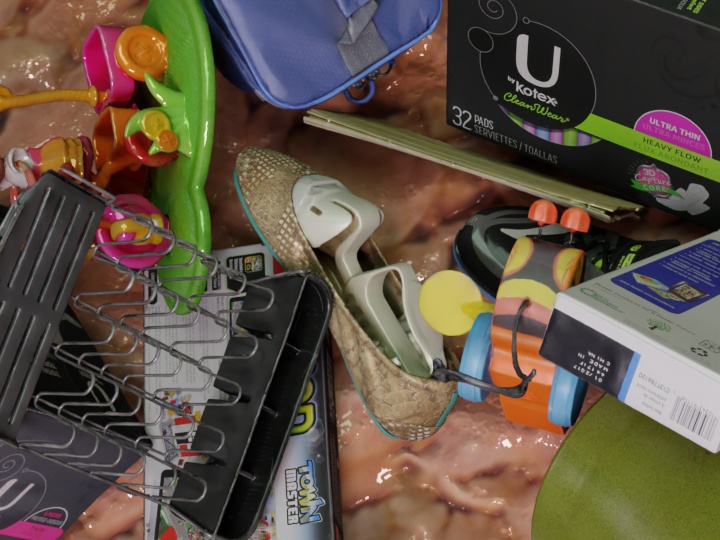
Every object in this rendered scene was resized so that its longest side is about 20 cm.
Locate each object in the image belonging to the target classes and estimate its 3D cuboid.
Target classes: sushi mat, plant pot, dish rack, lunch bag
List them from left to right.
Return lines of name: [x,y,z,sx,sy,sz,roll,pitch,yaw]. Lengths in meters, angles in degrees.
dish rack: [-0.114,0.043,0.911,0.054,0.200,0.154,6,72,43]
lunch bag: [-0.044,-0.191,1.067,0.136,0.200,0.132,-33,17,-7]
sushi mat: [0.070,-0.062,1.042,0.199,0.096,0.012,20,98,21]
plant pot: [0.191,0.146,0.854,0.200,0.201,0.193,-44,50,-14]

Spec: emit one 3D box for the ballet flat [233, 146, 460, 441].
ballet flat: [0.000,0.000,1.003,0.070,0.065,0.200,-22,75,-49]

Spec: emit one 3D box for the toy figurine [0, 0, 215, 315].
toy figurine: [-0.189,-0.071,0.994,0.183,0.150,0.201,0,71,-24]

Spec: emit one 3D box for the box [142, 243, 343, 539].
box: [-0.069,0.081,1.017,0.110,0.035,0.201,-8,60,7]

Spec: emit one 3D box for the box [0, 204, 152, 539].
box: [-0.229,0.050,1.002,0.106,0.122,0.200,-44,59,12]

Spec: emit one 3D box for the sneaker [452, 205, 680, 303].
sneaker: [0.147,0.002,0.989,0.199,0.083,0.071,21,67,22]

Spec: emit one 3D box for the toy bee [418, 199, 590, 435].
toy bee: [0.100,0.025,0.911,0.130,0.200,0.109,18,83,-5]

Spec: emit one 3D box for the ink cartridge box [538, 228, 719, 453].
ink cartridge box: [0.179,0.027,0.860,0.099,0.039,0.200,29,27,29]

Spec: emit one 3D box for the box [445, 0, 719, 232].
box: [0.164,-0.136,1.013,0.199,0.149,0.124,24,53,23]
